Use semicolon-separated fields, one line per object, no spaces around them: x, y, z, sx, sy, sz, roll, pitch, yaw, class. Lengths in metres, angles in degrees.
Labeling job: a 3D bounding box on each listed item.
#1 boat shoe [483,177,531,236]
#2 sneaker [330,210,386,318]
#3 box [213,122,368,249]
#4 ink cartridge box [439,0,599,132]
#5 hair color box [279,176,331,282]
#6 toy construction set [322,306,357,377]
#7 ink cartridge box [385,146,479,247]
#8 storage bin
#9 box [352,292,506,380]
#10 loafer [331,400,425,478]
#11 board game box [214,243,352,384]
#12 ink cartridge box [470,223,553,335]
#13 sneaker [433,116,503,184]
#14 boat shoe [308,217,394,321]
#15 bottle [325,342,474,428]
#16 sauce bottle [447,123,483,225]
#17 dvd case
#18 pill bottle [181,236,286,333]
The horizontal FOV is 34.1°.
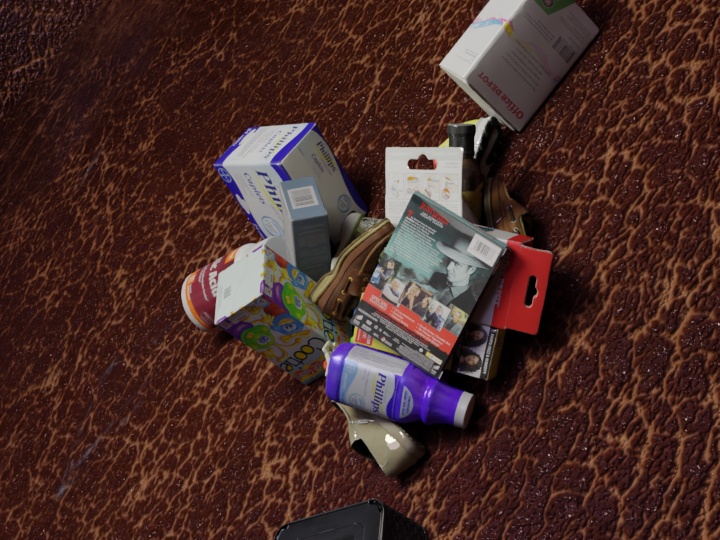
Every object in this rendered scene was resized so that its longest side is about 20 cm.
0.210;-0.060;1.651;0.067;0.072;0.201;-7;42;10;boat shoe
0.009;-0.016;1.835;0.088;0.077;0.202;-7;51;22;sneaker
-0.118;-0.140;1.969;0.199;0.185;0.105;4;44;50;box
0.239;-0.334;1.766;0.201;0.145;0.087;-53;35;2;ink cartridge box
-0.084;-0.036;1.850;0.060;0.201;0.099;-10;42;-9;hair color box
0.039;0.097;1.686;0.198;0.092;0.132;-19;55;23;toy construction set
0.102;-0.072;1.651;0.161;0.050;0.202;7;98;49;ink cartridge box
-0.021;0.390;1.510;0.199;0.094;0.136;-24;44;36;storage bin
0.092;0.085;1.575;0.198;0.050;0.076;16;97;22;box
0.010;0.221;1.630;0.068;0.076;0.200;-50;35;-5;loafer
-0.114;0.069;1.790;0.103;0.200;0.106;-31;40;28;board game box
0.155;0.004;1.541;0.198;0.067;0.117;15;103;20;ink cartridge box
0.142;-0.148;1.775;0.090;0.078;0.201;7;55;37;sneaker
0.000;0.000;1.710;0.072;0.068;0.200;-34;-12;-49;boat shoe
0.053;0.160;1.567;0.198;0.084;0.065;17;26;17;bottle
0.145;-0.108;1.674;0.064;0.064;0.202;15;109;53;sauce bottle
0.087;0.020;1.524;0.145;0.022;0.201;31;110;16;dvd case
-0.202;0.023;2.006;0.199;0.114;0.115;-26;44;34;pill bottle
